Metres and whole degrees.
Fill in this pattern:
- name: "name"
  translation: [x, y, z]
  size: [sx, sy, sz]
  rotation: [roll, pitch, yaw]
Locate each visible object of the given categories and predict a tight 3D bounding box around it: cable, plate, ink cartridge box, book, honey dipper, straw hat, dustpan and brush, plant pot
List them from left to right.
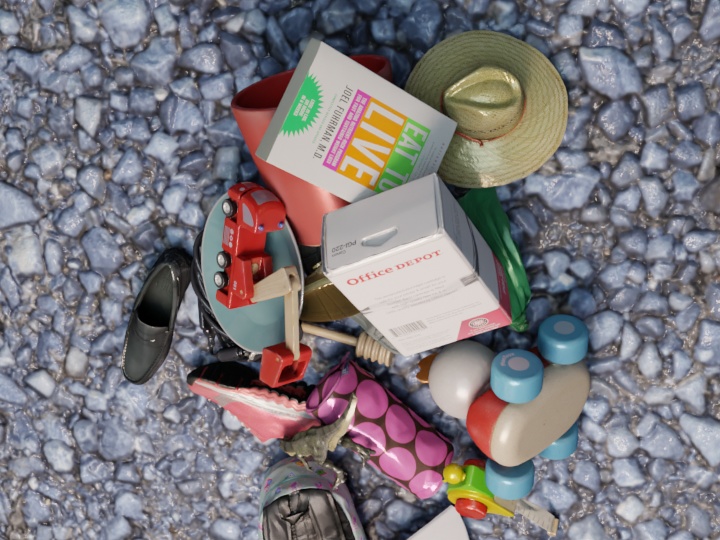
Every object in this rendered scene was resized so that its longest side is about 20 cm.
- name: "cable"
  translation: [-0.144, 0.020, 1.371]
  size: [0.161, 0.051, 0.204]
  rotation: [1, 95, 30]
- name: "plate"
  translation: [-0.127, 0.000, 1.302]
  size: [0.198, 0.025, 0.204]
  rotation: [11, 105, 45]
- name: "honey dipper"
  translation: [-0.050, 0.078, 1.394]
  size: [0.197, 0.038, 0.039]
  rotation: [17, 107, 12]
- name: "plant pot"
  translation: [-0.037, -0.139, 1.262]
  size: [0.197, 0.201, 0.180]
  rotation: [-9, 113, 15]
- name: "book"
  translation: [-0.001, -0.144, 1.150]
  size: [0.198, 0.048, 0.135]
  rotation: [23, 98, -34]
- name: "ink cartridge box"
  translation: [0.064, -0.001, 1.181]
  size: [0.144, 0.086, 0.200]
  rotation: [-19, 143, 21]
- name: "dustpan and brush"
  translation: [0.108, 0.424, 1.426]
  size: [0.138, 0.057, 0.202]
  rotation: [-33, 103, -15]
- name: "straw hat"
  translation: [0.141, -0.195, 1.224]
  size: [0.197, 0.085, 0.205]
  rotation: [-1, 85, 8]

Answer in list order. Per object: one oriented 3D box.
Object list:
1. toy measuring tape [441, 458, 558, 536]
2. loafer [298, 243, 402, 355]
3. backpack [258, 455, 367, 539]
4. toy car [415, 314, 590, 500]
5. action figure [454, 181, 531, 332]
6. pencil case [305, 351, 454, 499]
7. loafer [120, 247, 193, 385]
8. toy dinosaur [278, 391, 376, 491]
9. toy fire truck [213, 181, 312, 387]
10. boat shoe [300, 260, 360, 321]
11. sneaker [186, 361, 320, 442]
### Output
- name: "toy measuring tape"
  translation: [0.170, 0.293, 1.366]
  size: [0.199, 0.074, 0.074]
  rotation: [34, 112, -31]
- name: "loafer"
  translation: [0.000, 0.026, 1.357]
  size: [0.200, 0.063, 0.072]
  rotation: [46, 104, 2]
- name: "backpack"
  translation: [-0.069, 0.350, 1.412]
  size: [0.164, 0.127, 0.203]
  rotation: [-16, 113, -5]
- name: "toy car"
  translation: [0.162, 0.136, 1.316]
  size: [0.199, 0.176, 0.187]
  rotation: [29, 135, 37]
- name: "action figure"
  translation: [0.157, -0.006, 1.302]
  size: [0.118, 0.054, 0.202]
  rotation: [-38, 112, -22]
- name: "pencil case"
  translation: [0.030, 0.199, 1.369]
  size: [0.199, 0.094, 0.091]
  rotation: [41, 142, -11]
- name: "loafer"
  translation: [-0.278, 0.065, 1.421]
  size: [0.067, 0.070, 0.203]
  rotation: [26, 108, 5]
- name: "toy dinosaur"
  translation: [-0.035, 0.218, 1.324]
  size: [0.088, 0.048, 0.199]
  rotation: [45, 139, -7]
- name: "toy fire truck"
  translation: [-0.108, 0.014, 1.230]
  size: [0.140, 0.048, 0.203]
  rotation: [30, 119, 39]
- name: "boat shoe"
  translation: [0.000, -0.002, 1.294]
  size: [0.198, 0.064, 0.073]
  rotation: [-27, 137, 16]
- name: "sneaker"
  translation: [-0.143, 0.185, 1.420]
  size: [0.196, 0.074, 0.088]
  rotation: [15, 108, 9]
